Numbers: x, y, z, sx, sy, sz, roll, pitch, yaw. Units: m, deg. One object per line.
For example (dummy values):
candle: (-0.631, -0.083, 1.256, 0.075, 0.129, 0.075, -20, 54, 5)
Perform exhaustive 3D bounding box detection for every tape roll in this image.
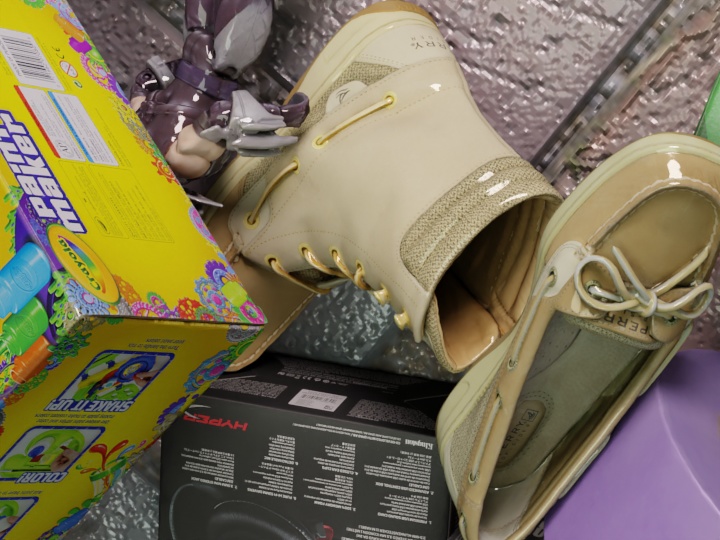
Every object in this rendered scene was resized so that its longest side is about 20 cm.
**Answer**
tape roll: (0.181, 0.132, 0.961, 0.200, 0.200, 0.085, 40, 114, 4)

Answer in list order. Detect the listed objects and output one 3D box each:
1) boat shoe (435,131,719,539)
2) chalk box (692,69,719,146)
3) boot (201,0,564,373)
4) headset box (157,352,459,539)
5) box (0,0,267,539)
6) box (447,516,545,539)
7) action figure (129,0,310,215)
boat shoe: (0.093, 0.032, 0.921, 0.073, 0.063, 0.201, 21, 126, -22)
chalk box: (0.228, -0.124, 0.914, 0.123, 0.124, 0.201, 23, 110, 11)
boot: (0.000, 0.000, 1.015, 0.200, 0.072, 0.156, -52, 46, 19)
headset box: (-0.020, 0.151, 1.101, 0.147, 0.075, 0.202, 8, 107, 17)
box: (-0.180, 0.006, 0.968, 0.193, 0.122, 0.201, -46, 63, 24)
box: (0.054, 0.193, 1.021, 0.049, 0.200, 0.159, 13, 108, 18)
action figure: (-0.063, -0.100, 1.025, 0.130, 0.069, 0.202, 29, 104, 51)
